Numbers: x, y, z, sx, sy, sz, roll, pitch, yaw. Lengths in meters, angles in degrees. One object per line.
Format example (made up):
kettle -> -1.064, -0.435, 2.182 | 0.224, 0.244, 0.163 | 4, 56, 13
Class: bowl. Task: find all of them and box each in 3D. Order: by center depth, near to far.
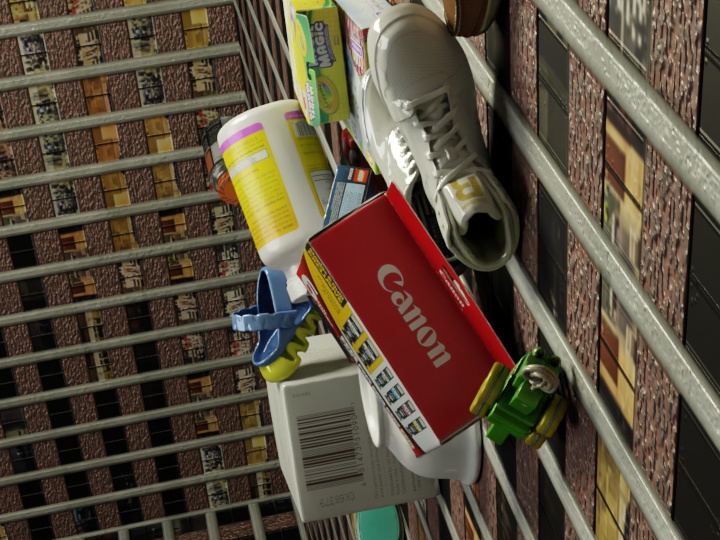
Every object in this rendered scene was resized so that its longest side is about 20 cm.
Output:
bowl -> 0.050, 0.119, 1.401 | 0.201, 0.089, 0.203 | 170, 90, -83

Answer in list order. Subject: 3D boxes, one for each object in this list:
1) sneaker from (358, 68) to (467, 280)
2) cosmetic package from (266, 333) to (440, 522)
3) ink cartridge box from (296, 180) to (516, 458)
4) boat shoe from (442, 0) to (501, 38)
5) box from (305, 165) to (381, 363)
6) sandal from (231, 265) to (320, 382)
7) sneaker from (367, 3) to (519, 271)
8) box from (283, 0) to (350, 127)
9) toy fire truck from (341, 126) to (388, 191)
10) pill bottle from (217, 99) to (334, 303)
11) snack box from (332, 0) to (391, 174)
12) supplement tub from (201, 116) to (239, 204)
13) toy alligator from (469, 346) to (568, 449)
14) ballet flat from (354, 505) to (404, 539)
sneaker -> 0.054, -0.091, 1.217 | 0.071, 0.072, 0.202 | 126, 124, -76
cosmetic package -> -0.015, 0.173, 1.659 | 0.200, 0.163, 0.167 | -133, 35, -75
ink cartridge box -> 0.037, 0.045, 1.185 | 0.201, 0.083, 0.176 | 56, 168, 7
boat shoe -> 0.055, -0.250, 0.956 | 0.076, 0.073, 0.201 | -109, 10, -48
box -> 0.000, 0.000, 1.435 | 0.200, 0.037, 0.138 | 61, -141, -65
sandal -> -0.076, 0.019, 1.566 | 0.079, 0.087, 0.201 | -2, 57, 58
sneaker -> 0.069, -0.091, 1.034 | 0.116, 0.073, 0.201 | -113, -2, -50
box -> -0.046, -0.223, 1.447 | 0.200, 0.048, 0.118 | -106, 8, -69
toy fire truck -> 0.007, -0.082, 1.603 | 0.141, 0.048, 0.202 | -118, 19, -64
pill bottle -> -0.074, -0.071, 1.509 | 0.104, 0.103, 0.202 | 121, 129, -78
snack box -> 0.012, -0.194, 1.411 | 0.200, 0.052, 0.144 | -116, 17, -67
supplement tub -> -0.300, -0.256, 3.315 | 0.123, 0.121, 0.201 | 88, 169, -47
toy alligator -> 0.121, 0.079, 0.997 | 0.055, 0.059, 0.200 | -60, -6, -19
ballet flat -> 0.034, 0.393, 1.947 | 0.064, 0.067, 0.202 | 80, 177, -67
